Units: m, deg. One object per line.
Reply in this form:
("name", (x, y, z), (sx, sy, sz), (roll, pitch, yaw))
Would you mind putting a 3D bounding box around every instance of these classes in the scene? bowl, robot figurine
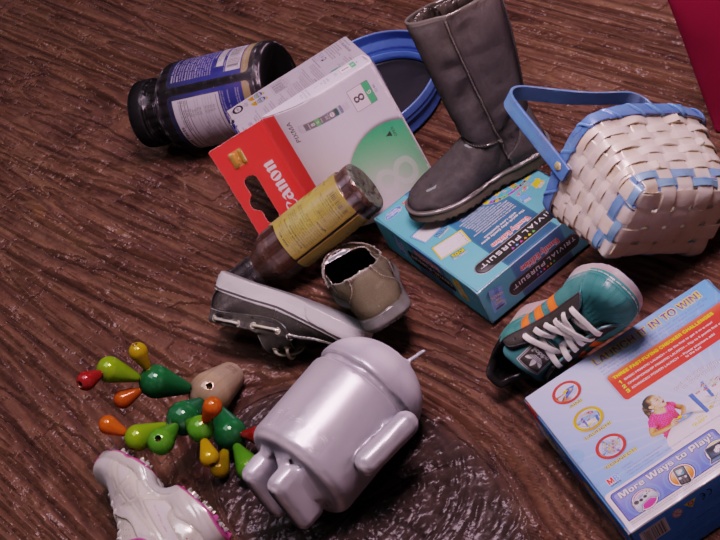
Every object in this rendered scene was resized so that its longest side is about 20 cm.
("bowl", (0.007, -0.206, 1.985), (0.200, 0.039, 0.201), (-18, 39, 16))
("robot figurine", (-0.019, 0.143, 1.551), (0.169, 0.113, 0.200), (16, 57, 46))

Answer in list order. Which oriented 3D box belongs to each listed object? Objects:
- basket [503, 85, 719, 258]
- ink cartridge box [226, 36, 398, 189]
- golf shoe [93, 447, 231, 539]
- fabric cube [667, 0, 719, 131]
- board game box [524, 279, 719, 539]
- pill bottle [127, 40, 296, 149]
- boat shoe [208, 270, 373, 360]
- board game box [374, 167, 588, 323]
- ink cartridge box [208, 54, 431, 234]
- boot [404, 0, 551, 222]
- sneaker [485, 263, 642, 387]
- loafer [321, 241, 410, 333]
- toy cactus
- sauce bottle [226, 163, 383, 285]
("basket", (0.245, -0.106, 1.592), (0.175, 0.139, 0.201), (-1, 48, -28))
("ink cartridge box", (-0.070, -0.171, 1.881), (0.199, 0.077, 0.136), (-31, 21, -2))
("golf shoe", (-0.212, 0.236, 1.613), (0.092, 0.075, 0.200), (-48, 39, -17))
("fabric cube", (0.432, -0.282, 1.651), (0.195, 0.200, 0.201), (-4, 45, 33))
("board game box", (0.271, 0.126, 1.420), (0.199, 0.056, 0.196), (-33, 37, -2))
("pill bottle", (-0.182, -0.210, 2.059), (0.199, 0.112, 0.112), (-9, 42, 26))
("boat shoe", (-0.074, 0.057, 1.732), (0.199, 0.071, 0.064), (19, 91, 36))
("board game box", (0.129, -0.046, 1.716), (0.151, 0.047, 0.200), (-38, 38, -11))
("ink cartridge box", (-0.038, -0.113, 1.809), (0.199, 0.161, 0.050), (-33, 22, -3))
("boot", (0.092, -0.166, 1.672), (0.181, 0.200, 0.073), (-32, 36, -3))
("sneaker", (0.178, 0.059, 1.492), (0.080, 0.071, 0.200), (-50, 5, -29))
("loafer", (0.000, 0.000, 1.706), (0.075, 0.070, 0.200), (-34, 19, -5))
("toy cactus", (-0.167, 0.128, 1.664), (0.199, 0.103, 0.165), (23, 28, 15))
("sauce bottle", (-0.068, -0.034, 1.799), (0.200, 0.065, 0.065), (-36, 35, 17))
